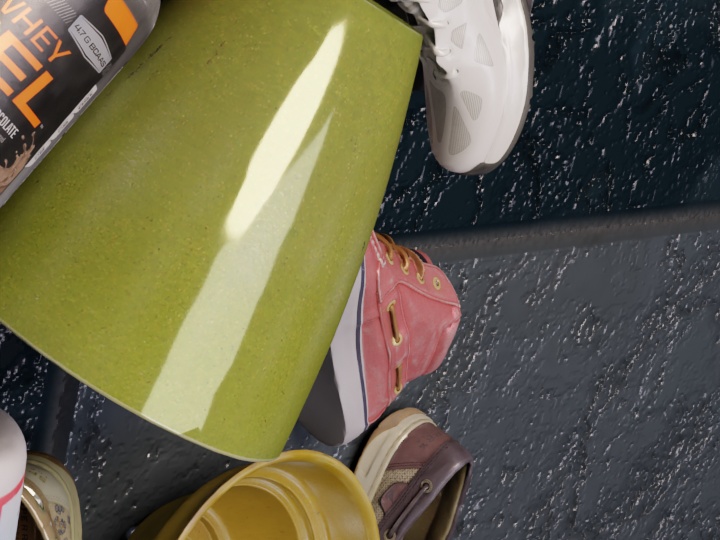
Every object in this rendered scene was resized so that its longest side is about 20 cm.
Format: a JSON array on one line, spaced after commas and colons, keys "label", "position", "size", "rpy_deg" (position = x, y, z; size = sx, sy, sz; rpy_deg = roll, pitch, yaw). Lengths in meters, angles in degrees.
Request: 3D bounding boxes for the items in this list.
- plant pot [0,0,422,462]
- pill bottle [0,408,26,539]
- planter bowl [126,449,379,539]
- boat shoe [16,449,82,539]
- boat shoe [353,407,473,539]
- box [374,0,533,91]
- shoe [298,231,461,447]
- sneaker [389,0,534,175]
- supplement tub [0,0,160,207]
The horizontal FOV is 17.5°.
[{"label": "plant pot", "position": [-0.062, -0.048, 1.070], "size": [0.187, 0.187, 0.201], "rpy_deg": [24, 102, -51]}, {"label": "pill bottle", "position": [-0.222, 0.162, 1.103], "size": [0.108, 0.108, 0.202], "rpy_deg": [-10, 119, -44]}, {"label": "planter bowl", "position": [-0.082, 0.186, 1.279], "size": [0.200, 0.083, 0.202], "rpy_deg": [-20, 117, -47]}, {"label": "boat shoe", "position": [-0.166, 0.194, 1.174], "size": [0.073, 0.063, 0.202], "rpy_deg": [-9, 100, 2]}, {"label": "boat shoe", "position": [0.017, 0.184, 1.411], "size": [0.072, 0.065, 0.202], "rpy_deg": [-1, 113, -49]}, {"label": "box", "position": [0.016, -0.173, 1.209], "size": [0.199, 0.050, 0.159], "rpy_deg": [-8, 118, -45]}, {"label": "shoe", "position": [0.000, 0.000, 1.285], "size": [0.091, 0.071, 0.201], "rpy_deg": [-36, 140, -30]}, {"label": "sneaker", "position": [0.022, -0.138, 1.154], "size": [0.115, 0.075, 0.202], "rpy_deg": [-14, 115, -32]}, {"label": "supplement tub", "position": [-0.169, -0.100, 0.994], "size": [0.200, 0.122, 0.123], "rpy_deg": [-51, 140, -12]}]
